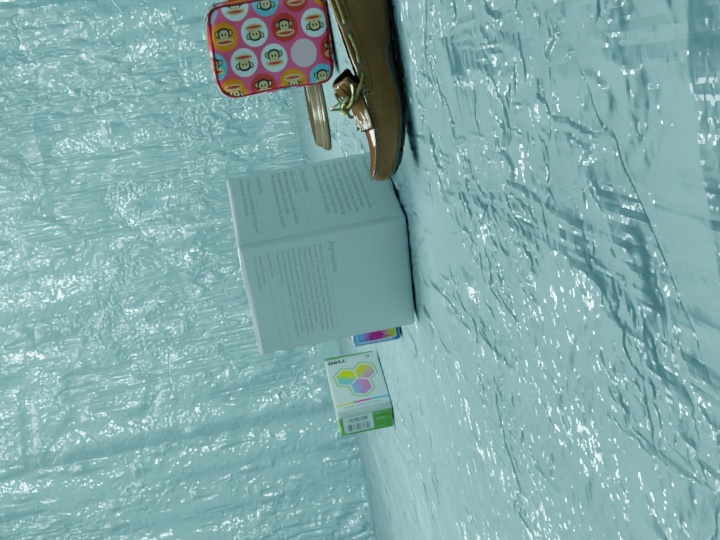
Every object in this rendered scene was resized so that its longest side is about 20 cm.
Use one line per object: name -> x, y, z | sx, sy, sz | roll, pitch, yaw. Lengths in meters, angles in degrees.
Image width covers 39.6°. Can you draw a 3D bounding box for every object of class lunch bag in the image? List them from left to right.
lunch bag -> -0.147, -0.374, 1.594 | 0.082, 0.199, 0.177 | -122, 24, -73

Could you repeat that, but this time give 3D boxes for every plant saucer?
plant saucer -> -0.094, -0.348, 2.087 | 0.200, 0.029, 0.201 | 170, 90, -86

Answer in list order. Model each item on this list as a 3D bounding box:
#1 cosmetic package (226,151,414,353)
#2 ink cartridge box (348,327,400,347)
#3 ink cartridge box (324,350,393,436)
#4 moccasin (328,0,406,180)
cosmetic package -> -0.050, -0.025, 1.243 | 0.168, 0.199, 0.167 | -107, 8, -54
ink cartridge box -> 0.000, 0.000, 1.493 | 0.136, 0.076, 0.201 | -130, 31, -80
ink cartridge box -> -0.008, 0.216, 1.919 | 0.200, 0.103, 0.059 | -106, 7, -47
moccasin -> 0.001, -0.186, 0.983 | 0.074, 0.077, 0.202 | -111, 11, -65
